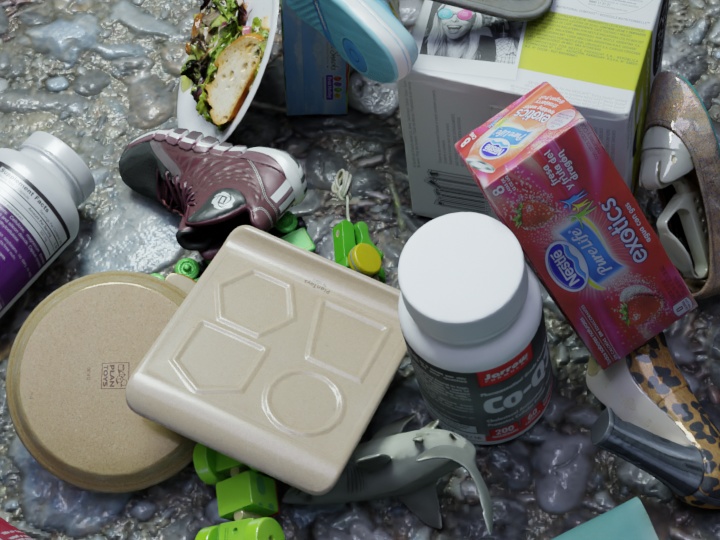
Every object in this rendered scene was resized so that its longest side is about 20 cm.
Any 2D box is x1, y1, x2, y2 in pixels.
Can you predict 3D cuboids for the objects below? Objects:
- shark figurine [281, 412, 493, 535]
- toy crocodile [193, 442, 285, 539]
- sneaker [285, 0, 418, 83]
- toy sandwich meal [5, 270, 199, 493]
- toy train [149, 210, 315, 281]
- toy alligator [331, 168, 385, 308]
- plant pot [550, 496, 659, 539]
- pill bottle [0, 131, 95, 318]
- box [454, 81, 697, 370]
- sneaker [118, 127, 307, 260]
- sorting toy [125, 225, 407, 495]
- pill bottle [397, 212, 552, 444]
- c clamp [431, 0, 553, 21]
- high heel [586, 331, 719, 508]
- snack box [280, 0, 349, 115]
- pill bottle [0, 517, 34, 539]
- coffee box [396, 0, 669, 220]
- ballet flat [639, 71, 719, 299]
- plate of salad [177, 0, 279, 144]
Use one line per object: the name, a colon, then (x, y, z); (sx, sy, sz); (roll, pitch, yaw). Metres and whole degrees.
shark figurine: (0.052, 0.167, 1.184); (0.128, 0.214, 0.090); (-27, 98, -40)
toy crocodile: (-0.090, 0.188, 1.205); (0.067, 0.062, 0.201); (-20, 58, 30)
sneaker: (0.021, -0.242, 1.258); (0.130, 0.080, 0.200); (-31, 48, -13)
toy sandwich meal: (-0.199, 0.090, 1.270); (0.204, 0.070, 0.207); (0, 78, -2)
toy train: (-0.130, 0.010, 1.345); (0.199, 0.042, 0.057); (-27, 68, -12)
toy alligator: (0.000, 0.000, 1.332); (0.054, 0.059, 0.201); (23, 51, -28)
plant pot: (0.156, 0.281, 1.047); (0.160, 0.201, 0.201); (-21, 56, 5)
pill bottle: (-0.331, -0.030, 1.346); (0.112, 0.113, 0.200); (28, 62, 22)
box: (0.170, -0.035, 1.190); (0.095, 0.200, 0.100); (-34, 26, 5)
sneaker: (-0.156, -0.065, 1.346); (0.199, 0.076, 0.116); (6, 42, 29)
sorting toy: (-0.067, 0.071, 1.222); (0.184, 0.037, 0.201); (23, 54, 10)
pill bottle: (0.091, 0.048, 1.193); (0.113, 0.200, 0.115); (-5, 59, 9)
c clamp: (0.071, -0.283, 1.255); (0.199, 0.027, 0.172); (17, 49, -10)
high heel: (0.261, 0.106, 1.247); (0.142, 0.072, 0.201); (28, 40, -10)
snack box: (-0.043, -0.280, 1.452); (0.067, 0.169, 0.201); (-1, 56, -2)
pill bottle: (-0.276, 0.258, 1.145); (0.199, 0.113, 0.113); (28, 63, 22)
coffee box: (0.159, -0.165, 1.336); (0.199, 0.200, 0.199); (12, 57, 14)
ballet flat: (0.274, -0.067, 1.273); (0.067, 0.201, 0.068); (-27, 13, -29)
plate of salad: (-0.135, -0.207, 1.411); (0.048, 0.200, 0.201); (16, 50, -29)
